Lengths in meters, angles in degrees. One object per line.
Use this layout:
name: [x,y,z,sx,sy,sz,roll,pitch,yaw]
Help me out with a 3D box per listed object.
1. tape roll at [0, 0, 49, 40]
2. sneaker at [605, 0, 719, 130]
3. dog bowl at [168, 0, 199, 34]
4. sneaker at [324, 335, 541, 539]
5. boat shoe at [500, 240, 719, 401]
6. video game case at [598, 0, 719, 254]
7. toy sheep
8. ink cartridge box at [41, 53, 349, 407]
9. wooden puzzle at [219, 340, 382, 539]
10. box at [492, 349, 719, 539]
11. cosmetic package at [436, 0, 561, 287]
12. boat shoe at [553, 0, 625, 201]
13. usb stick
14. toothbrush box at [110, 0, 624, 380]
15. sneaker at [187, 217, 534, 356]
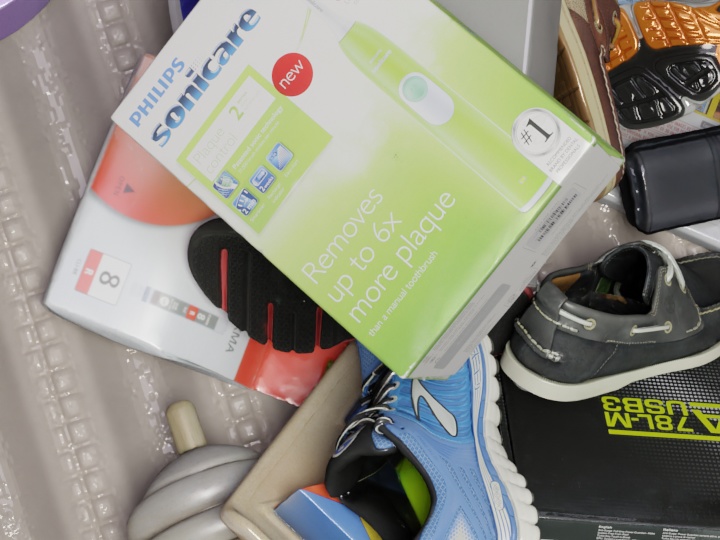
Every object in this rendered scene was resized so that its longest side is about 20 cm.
tape roll: [-0.261,-0.228,1.175,0.199,0.066,0.201,1,81,-6]
sneaker: [0.210,-0.138,1.191,0.199,0.092,0.076,-20,91,16]
dog bowl: [-0.006,-0.162,1.158,0.199,0.079,0.201,4,80,-23]
sneaker: [0.025,0.080,1.041,0.089,0.079,0.201,8,43,-29]
boat shoe: [0.164,0.017,1.143,0.199,0.072,0.068,-15,126,-42]
video game case: [0.186,-0.123,1.230,0.199,0.023,0.183,23,81,-2]
toy sheep: [-0.065,0.165,1.113,0.137,0.138,0.201,-21,69,-9]
ink cartridge box: [-0.066,-0.015,1.175,0.199,0.050,0.163,21,81,0]
wooden puzzle: [0.035,0.138,1.096,0.185,0.200,0.046,43,124,-3]
box: [0.169,0.097,1.123,0.199,0.193,0.048,5,121,-5]
cosmetic package: [0.046,-0.094,1.056,0.106,0.090,0.201,3,90,16]
boat shoe: [0.119,-0.140,1.131,0.072,0.072,0.201,-16,83,-27]
usb stick: [0.247,-0.065,1.197,0.199,0.033,0.056,-12,92,-15]
toothbrush box: [0.004,-0.064,0.979,0.200,0.086,0.146,42,99,17]
sneaker: [0.000,0.000,1.157,0.199,0.087,0.074,9,120,-2]
